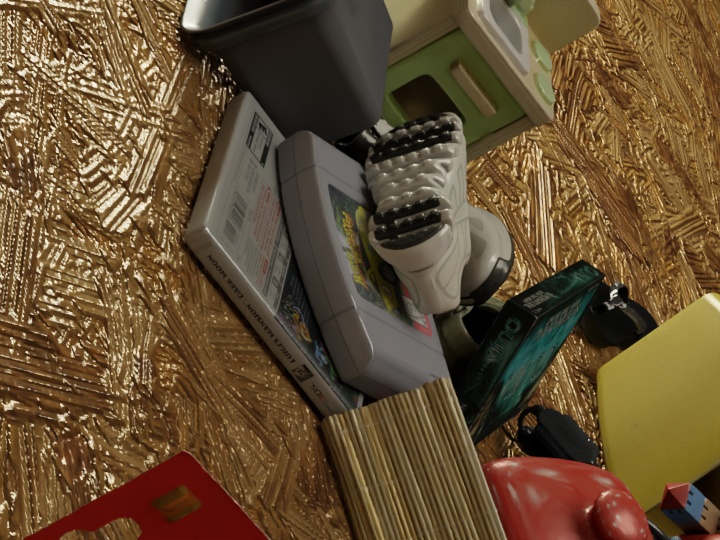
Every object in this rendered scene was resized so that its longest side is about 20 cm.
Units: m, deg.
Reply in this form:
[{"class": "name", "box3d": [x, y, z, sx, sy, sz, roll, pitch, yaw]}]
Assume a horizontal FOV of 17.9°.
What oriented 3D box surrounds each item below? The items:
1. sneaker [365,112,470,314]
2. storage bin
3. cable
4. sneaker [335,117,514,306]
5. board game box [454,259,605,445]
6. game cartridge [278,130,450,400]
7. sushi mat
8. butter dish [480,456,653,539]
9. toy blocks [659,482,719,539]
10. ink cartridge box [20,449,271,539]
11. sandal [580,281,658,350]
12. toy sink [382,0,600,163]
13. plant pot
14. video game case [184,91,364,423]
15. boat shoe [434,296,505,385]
[{"class": "sneaker", "box3d": [0.047, -0.044, 1.660, 0.200, 0.075, 0.081, -81, 152, -54]}, {"class": "storage bin", "box3d": [-0.032, -0.191, 1.716, 0.200, 0.145, 0.134, -83, 150, -54]}, {"class": "cable", "box3d": [0.194, 0.200, 1.804, 0.200, 0.051, 0.163, 47, -11, 48]}, {"class": "sneaker", "box3d": [0.035, -0.052, 1.750, 0.115, 0.076, 0.201, 33, 13, -37]}, {"class": "board game box", "box3d": [0.119, 0.067, 1.743, 0.028, 0.135, 0.200, 34, 19, 13]}, {"class": "game cartridge", "box3d": [0.000, 0.000, 1.627, 0.133, 0.041, 0.200, 25, 42, -51]}, {"class": "sushi mat", "box3d": [0.046, 0.174, 1.504, 0.012, 0.096, 0.200, 58, 12, -68]}, {"class": "butter dish", "box3d": [0.138, 0.200, 1.555, 0.200, 0.148, 0.200, 9, 50, -37]}, {"class": "toy blocks", "box3d": [0.286, 0.270, 1.901, 0.137, 0.100, 0.200, 42, 55, -39]}, {"class": "ink cartridge box", "box3d": [-0.086, 0.196, 1.100, 0.200, 0.161, 0.050, 49, 22, -30]}, {"class": "sandal", "box3d": [0.250, 0.039, 2.177, 0.200, 0.043, 0.076, 20, 47, -59]}, {"class": "toy sink", "box3d": [0.084, -0.174, 1.851, 0.130, 0.200, 0.112, 49, 25, -31]}, {"class": "plant pot", "box3d": [0.325, 0.142, 2.047, 0.200, 0.200, 0.176, 37, 23, -47]}, {"class": "video game case", "box3d": [-0.049, -0.009, 1.605, 0.182, 0.023, 0.200, 52, 23, -22]}, {"class": "boat shoe", "box3d": [0.092, 0.053, 1.786, 0.072, 0.062, 0.200, 62, 22, 0]}]
